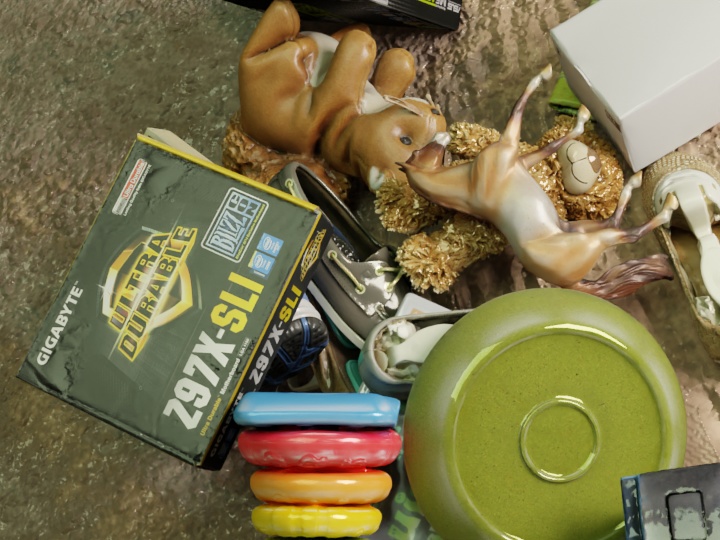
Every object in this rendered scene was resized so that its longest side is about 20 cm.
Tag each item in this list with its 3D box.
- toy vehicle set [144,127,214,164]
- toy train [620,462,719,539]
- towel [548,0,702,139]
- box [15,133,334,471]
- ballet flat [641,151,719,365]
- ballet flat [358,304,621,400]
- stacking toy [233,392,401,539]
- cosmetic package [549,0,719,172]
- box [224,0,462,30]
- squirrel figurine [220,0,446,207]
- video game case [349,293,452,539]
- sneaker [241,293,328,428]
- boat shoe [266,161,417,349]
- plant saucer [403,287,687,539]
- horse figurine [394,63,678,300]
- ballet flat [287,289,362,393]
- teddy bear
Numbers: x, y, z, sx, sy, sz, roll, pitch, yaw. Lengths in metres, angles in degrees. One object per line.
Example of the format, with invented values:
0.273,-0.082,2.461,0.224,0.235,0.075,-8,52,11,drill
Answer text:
-0.174,-0.006,1.066,0.124,0.027,0.200,38,111,35,toy vehicle set
0.259,0.164,0.770,0.200,0.114,0.087,-11,59,19,toy train
0.252,-0.207,1.044,0.144,0.023,0.200,15,69,30,towel
-0.132,0.022,0.899,0.160,0.049,0.200,23,82,17,box
0.254,-0.022,0.909,0.070,0.065,0.200,-23,55,9,ballet flat
0.098,0.053,0.873,0.200,0.064,0.067,-9,68,-2,ballet flat
-0.028,0.181,0.821,0.110,0.116,0.200,1,81,-2,stacking toy
0.262,-0.180,0.963,0.200,0.081,0.113,-31,55,6,cosmetic package
-0.037,-0.249,1.097,0.193,0.200,0.048,8,95,28,box
-0.021,-0.104,1.062,0.187,0.142,0.200,43,104,24,squirrel figurine
0.073,0.138,0.888,0.182,0.023,0.200,24,73,11,video game case
-0.100,0.069,0.984,0.200,0.076,0.077,-41,58,33,sneaker
-0.001,0.001,0.966,0.202,0.072,0.060,44,120,6,boat shoe
0.129,0.112,0.833,0.200,0.031,0.200,0,90,-8,plant saucer
0.137,-0.048,0.900,0.133,0.050,0.200,-42,84,2,horse figurine
-0.023,0.082,0.978,0.072,0.068,0.200,-41,62,20,ballet flat
0.110,-0.056,0.959,0.200,0.067,0.145,-5,59,0,teddy bear
